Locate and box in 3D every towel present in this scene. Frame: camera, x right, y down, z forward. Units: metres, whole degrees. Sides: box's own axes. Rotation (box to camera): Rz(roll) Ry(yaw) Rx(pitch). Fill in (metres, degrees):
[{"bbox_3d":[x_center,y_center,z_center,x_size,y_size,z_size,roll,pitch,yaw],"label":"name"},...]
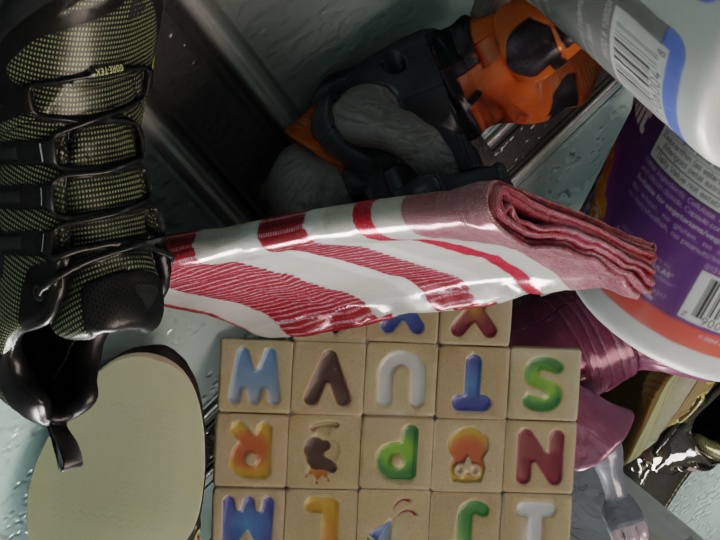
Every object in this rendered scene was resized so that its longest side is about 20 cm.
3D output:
[{"bbox_3d":[0.000,0.000,0.852,0.199,0.023,0.144,-8,166,32],"label":"towel"},{"bbox_3d":[-0.006,0.112,1.063,0.200,0.036,0.149,20,92,-60],"label":"towel"}]

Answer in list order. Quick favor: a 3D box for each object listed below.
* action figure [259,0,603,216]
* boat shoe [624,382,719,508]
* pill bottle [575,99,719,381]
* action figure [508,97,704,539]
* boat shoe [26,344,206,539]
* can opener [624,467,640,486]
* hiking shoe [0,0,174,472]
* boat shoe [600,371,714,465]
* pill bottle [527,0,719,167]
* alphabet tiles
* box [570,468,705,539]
[{"bbox_3d":[0.042,-0.070,0.911,0.193,0.105,0.200,-34,174,-5],"label":"action figure"},{"bbox_3d":[0.198,0.088,1.283,0.071,0.066,0.202,-19,141,-37],"label":"boat shoe"},{"bbox_3d":[0.171,-0.063,0.889,0.111,0.111,0.201,-11,137,-43],"label":"pill bottle"},{"bbox_3d":[0.115,0.030,1.028,0.199,0.134,0.150,-31,134,-13],"label":"action figure"},{"bbox_3d":[-0.107,0.115,0.957,0.063,0.073,0.203,-70,173,-62],"label":"boat shoe"},{"bbox_3d":[0.111,0.187,1.329,0.067,0.052,0.201,-62,177,-56],"label":"can opener"},{"bbox_3d":[-0.093,-0.028,0.756,0.075,0.101,0.201,-17,140,-39],"label":"hiking shoe"},{"bbox_3d":[0.173,0.026,1.182,0.066,0.074,0.201,-24,154,-36],"label":"boat shoe"},{"bbox_3d":[0.095,-0.137,0.755,0.113,0.200,0.114,-30,147,-22],"label":"pill bottle"},{"bbox_3d":[0.015,0.099,0.979,0.165,0.006,0.202,2,96,-8],"label":"alphabet tiles"},{"bbox_3d":[0.103,0.214,1.200,0.096,0.176,0.201,-24,145,-50],"label":"box"}]
